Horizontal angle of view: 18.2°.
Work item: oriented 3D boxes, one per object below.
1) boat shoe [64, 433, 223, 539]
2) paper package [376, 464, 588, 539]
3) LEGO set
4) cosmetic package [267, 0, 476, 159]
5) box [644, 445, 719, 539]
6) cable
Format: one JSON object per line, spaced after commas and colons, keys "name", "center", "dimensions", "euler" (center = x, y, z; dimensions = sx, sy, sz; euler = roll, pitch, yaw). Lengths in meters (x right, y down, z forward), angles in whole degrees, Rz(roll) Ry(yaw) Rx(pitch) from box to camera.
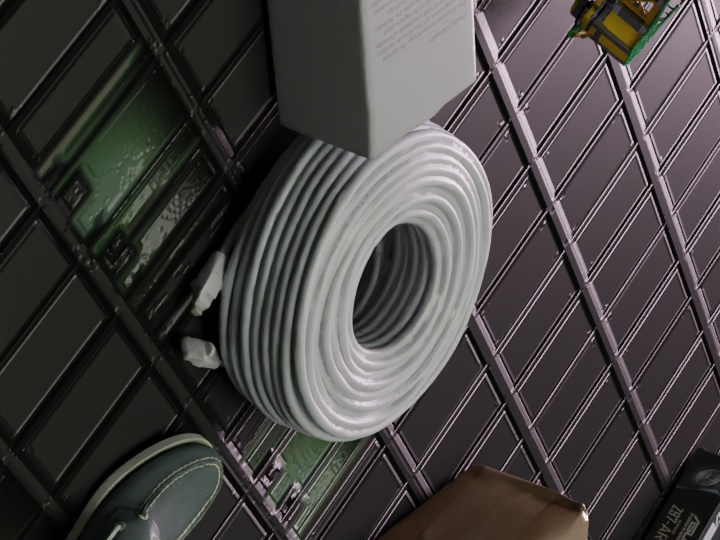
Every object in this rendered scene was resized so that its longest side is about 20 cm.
{"name": "boat shoe", "center": [-0.133, 0.169, 1.221], "dimensions": [0.200, 0.062, 0.073], "euler": [-43, 140, -32]}
{"name": "paper package", "center": [0.057, 0.264, 1.516], "dimensions": [0.200, 0.103, 0.192], "euler": [-33, 134, -42]}
{"name": "LEGO set", "center": [0.185, -0.240, 1.421], "dimensions": [0.200, 0.116, 0.154], "euler": [-47, 172, -22]}
{"name": "cosmetic package", "center": [0.004, -0.174, 1.200], "dimensions": [0.101, 0.071, 0.201], "euler": [-38, 137, -39]}
{"name": "box", "center": [0.270, 0.269, 1.879], "dimensions": [0.201, 0.043, 0.160], "euler": [-57, 146, -16]}
{"name": "cable", "center": [0.000, 0.000, 1.302], "dimensions": [0.201, 0.069, 0.200], "euler": [-62, 147, -8]}
